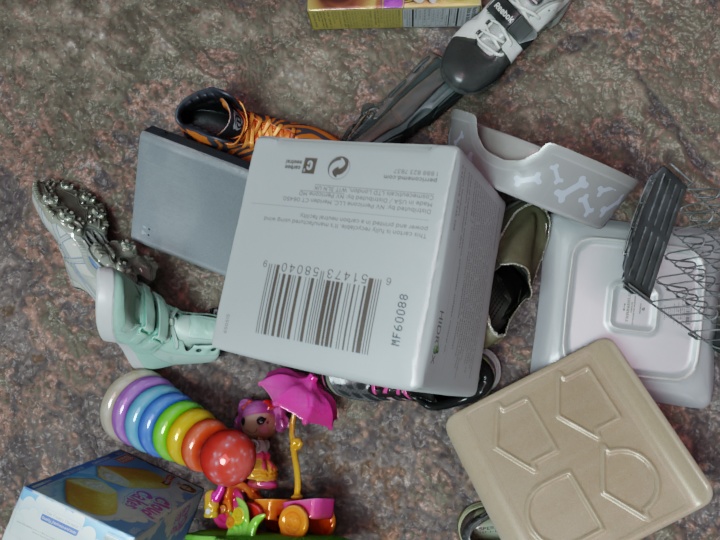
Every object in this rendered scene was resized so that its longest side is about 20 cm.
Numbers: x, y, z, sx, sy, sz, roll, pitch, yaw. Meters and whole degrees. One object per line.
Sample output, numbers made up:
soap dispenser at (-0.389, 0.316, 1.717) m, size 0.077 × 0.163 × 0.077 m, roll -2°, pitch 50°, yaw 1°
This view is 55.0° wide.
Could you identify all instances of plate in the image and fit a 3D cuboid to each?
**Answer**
plate at (0.297, 0.042, 0.763) m, size 0.199 × 0.032 × 0.200 m, roll 7°, pitch 85°, yaw 4°

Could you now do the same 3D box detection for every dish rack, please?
dish rack at (0.352, -0.010, 0.704) m, size 0.200 × 0.055 × 0.154 m, roll 30°, pitch 75°, yaw -25°

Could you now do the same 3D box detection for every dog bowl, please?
dog bowl at (0.176, -0.102, 0.709) m, size 0.200 × 0.200 × 0.059 m, roll 24°, pitch 102°, yaw 6°

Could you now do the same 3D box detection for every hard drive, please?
hard drive at (-0.155, -0.063, 0.774) m, size 0.199 × 0.033 × 0.140 m, roll 21°, pitch 122°, yaw 6°

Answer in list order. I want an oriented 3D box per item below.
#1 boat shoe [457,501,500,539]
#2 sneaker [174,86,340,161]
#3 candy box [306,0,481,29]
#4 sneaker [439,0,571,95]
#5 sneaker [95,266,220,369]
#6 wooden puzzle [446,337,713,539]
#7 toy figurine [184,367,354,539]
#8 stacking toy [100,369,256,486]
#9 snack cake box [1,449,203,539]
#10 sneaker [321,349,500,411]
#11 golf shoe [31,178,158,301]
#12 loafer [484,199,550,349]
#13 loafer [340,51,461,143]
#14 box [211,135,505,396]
boat shoe at (0.203, 0.266, 0.732) m, size 0.200 × 0.066 × 0.072 m, roll -12°, pitch 84°, yaw 4°
sneaker at (-0.114, -0.145, 0.771) m, size 0.199 × 0.112 × 0.078 m, roll 10°, pitch 86°, yaw 4°
candy box at (0.039, -0.349, 0.806) m, size 0.199 × 0.056 × 0.117 m, roll 0°, pitch 84°, yaw 3°
sneaker at (0.164, -0.276, 0.751) m, size 0.074 × 0.089 × 0.200 m, roll 43°, pitch 76°, yaw 4°
sneaker at (-0.201, 0.047, 0.727) m, size 0.118 × 0.201 × 0.074 m, roll -5°, pitch 66°, yaw -3°
wooden puzzle at (0.213, 0.192, 0.704) m, size 0.200 × 0.046 × 0.186 m, roll -29°, pitch 62°, yaw 4°
toy figurine at (-0.094, 0.200, 0.752) m, size 0.199 × 0.150 × 0.185 m, roll -8°, pitch 69°, yaw 28°
stacking toy at (-0.185, 0.168, 0.716) m, size 0.200 × 0.085 × 0.086 m, roll 14°, pitch 85°, yaw 41°
snack cake box at (-0.250, 0.250, 0.702) m, size 0.115 × 0.200 × 0.067 m, roll 21°, pitch 86°, yaw 6°
sneaker at (0.054, 0.110, 0.746) m, size 0.199 × 0.087 × 0.074 m, roll 1°, pitch 88°, yaw 5°
golf shoe at (-0.325, -0.023, 0.798) m, size 0.200 × 0.078 × 0.097 m, roll 45°, pitch 118°, yaw 21°
loafer at (0.160, 0.005, 0.728) m, size 0.075 × 0.070 × 0.200 m, roll 41°, pitch 63°, yaw -23°
loafer at (0.031, -0.172, 0.780) m, size 0.200 × 0.072 × 0.063 m, roll -39°, pitch 82°, yaw -14°
box at (0.008, 0.000, 0.634) m, size 0.198 × 0.171 × 0.201 m, roll 8°, pitch 82°, yaw 26°
